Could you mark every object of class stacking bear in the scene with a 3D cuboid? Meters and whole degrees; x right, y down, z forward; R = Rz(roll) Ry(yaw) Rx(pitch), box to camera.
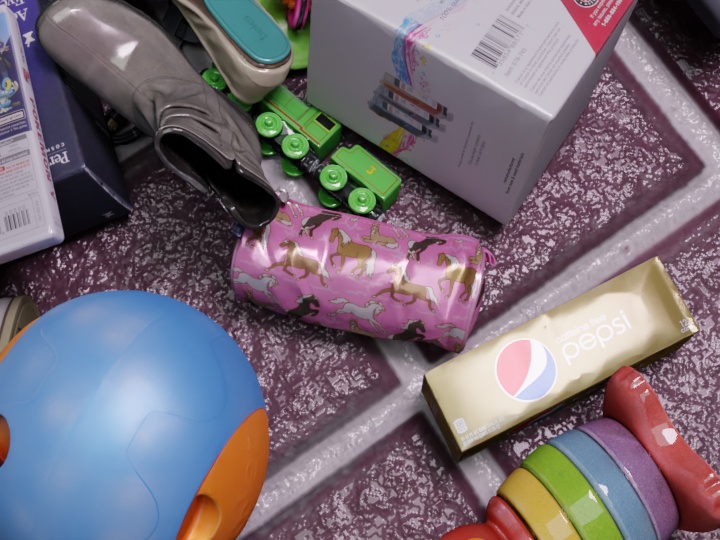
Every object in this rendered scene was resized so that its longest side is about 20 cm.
[{"bbox_3d":[0.134,0.178,0.725,0.198,0.114,0.122,-31,66,-9],"label":"stacking bear"}]

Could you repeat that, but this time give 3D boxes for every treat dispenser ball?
[{"bbox_3d":[-0.160,0.115,0.707,0.197,0.201,0.205,0,74,1],"label":"treat dispenser ball"}]

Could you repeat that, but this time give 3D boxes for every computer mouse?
[{"bbox_3d":[-0.158,-0.191,0.882,0.058,0.034,0.202,27,77,8],"label":"computer mouse"}]

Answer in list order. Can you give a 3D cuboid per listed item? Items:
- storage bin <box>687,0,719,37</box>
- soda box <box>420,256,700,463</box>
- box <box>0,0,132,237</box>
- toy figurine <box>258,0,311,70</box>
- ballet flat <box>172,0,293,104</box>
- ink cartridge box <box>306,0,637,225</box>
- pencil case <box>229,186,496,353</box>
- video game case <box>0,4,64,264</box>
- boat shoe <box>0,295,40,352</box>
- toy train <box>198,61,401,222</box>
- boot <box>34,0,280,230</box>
[{"bbox_3d":[0.312,-0.282,0.820,0.199,0.145,0.135,-33,87,16],"label":"storage bin"},{"bbox_3d":[0.146,0.067,0.782,0.198,0.068,0.065,-26,74,-6],"label":"soda box"},{"bbox_3d":[-0.284,-0.121,0.822,0.146,0.104,0.203,-22,74,2],"label":"box"},{"bbox_3d":[-0.036,-0.282,0.811,0.147,0.184,0.204,6,80,-14],"label":"toy figurine"},{"bbox_3d":[-0.124,-0.217,0.839,0.069,0.070,0.202,-31,76,-7],"label":"ballet flat"},{"bbox_3d":[0.076,-0.169,0.800,0.198,0.145,0.146,33,64,10],"label":"ink cartridge box"},{"bbox_3d":[0.000,0.000,0.800,0.197,0.087,0.083,14,45,5],"label":"pencil case"},{"bbox_3d":[-0.322,-0.075,0.751,0.197,0.023,0.185,-19,75,5],"label":"video game case"},{"bbox_3d":[-0.281,0.114,0.776,0.067,0.075,0.203,-3,65,9],"label":"boat shoe"},{"bbox_3d":[-0.050,-0.110,0.854,0.199,0.042,0.056,40,69,12],"label":"toy train"},{"bbox_3d":[-0.138,-0.116,0.744,0.199,0.131,0.068,35,104,-26],"label":"boot"}]
